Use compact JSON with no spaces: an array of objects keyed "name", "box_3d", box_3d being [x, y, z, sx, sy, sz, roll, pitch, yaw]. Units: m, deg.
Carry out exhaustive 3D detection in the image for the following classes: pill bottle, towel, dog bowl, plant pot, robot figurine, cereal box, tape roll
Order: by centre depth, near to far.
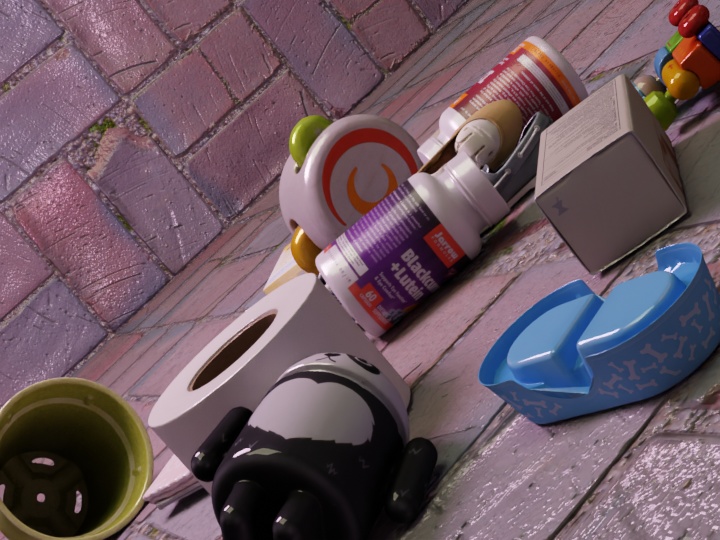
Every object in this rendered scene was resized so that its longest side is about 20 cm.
[{"name":"dog bowl","box_3d":[0.165,0.049,0.874,0.199,0.050,0.112,-25,20,53]},{"name":"robot figurine","box_3d":[-0.037,0.148,0.964,0.125,0.150,0.200,-48,5,37]},{"name":"tape roll","box_3d":[-0.072,0.120,1.153,0.202,0.139,0.203,-39,11,9]},{"name":"pill bottle","box_3d":[0.059,-0.032,1.366,0.200,0.112,0.111,-40,11,5]},{"name":"towel","box_3d":[-0.132,0.171,1.419,0.199,0.032,0.191,-31,15,33]},{"name":"pill bottle","box_3d":[0.169,-0.178,1.548,0.200,0.113,0.113,-41,11,-1]},{"name":"plant pot","box_3d":[-0.373,0.257,1.563,0.201,0.200,0.184,-49,2,-36]},{"name":"cereal box","box_3d":[-0.071,-0.032,1.968,0.143,0.040,0.200,-37,12,18]}]

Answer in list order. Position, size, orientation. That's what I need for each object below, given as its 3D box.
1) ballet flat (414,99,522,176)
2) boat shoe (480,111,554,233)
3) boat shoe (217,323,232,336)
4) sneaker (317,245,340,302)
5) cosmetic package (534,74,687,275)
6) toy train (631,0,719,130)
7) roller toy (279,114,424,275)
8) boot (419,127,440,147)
[{"name":"ballet flat","box_3d":[0.112,-0.117,1.460,0.200,0.069,0.063,-47,-7,1]},{"name":"boat shoe","box_3d":[0.148,-0.098,1.444,0.199,0.062,0.073,-40,12,6]},{"name":"boat shoe","box_3d":[-0.106,0.091,1.420,0.198,0.072,0.069,-21,18,29]},{"name":"sneaker","box_3d":[0.000,0.000,1.477,0.199,0.086,0.077,-35,10,-15]},{"name":"cosmetic package","box_3d":[0.217,-0.089,1.122,0.103,0.088,0.200,-34,12,22]},{"name":"toy train","box_3d":[0.308,-0.179,1.203,0.116,0.084,0.200,-48,9,19]},{"name":"roller toy","box_3d":[-0.009,-0.101,1.679,0.180,0.203,0.139,-7,-2,-23]},{"name":"boot","box_3d":[0.123,-0.178,1.814,0.154,0.072,0.200,-36,12,32]}]
